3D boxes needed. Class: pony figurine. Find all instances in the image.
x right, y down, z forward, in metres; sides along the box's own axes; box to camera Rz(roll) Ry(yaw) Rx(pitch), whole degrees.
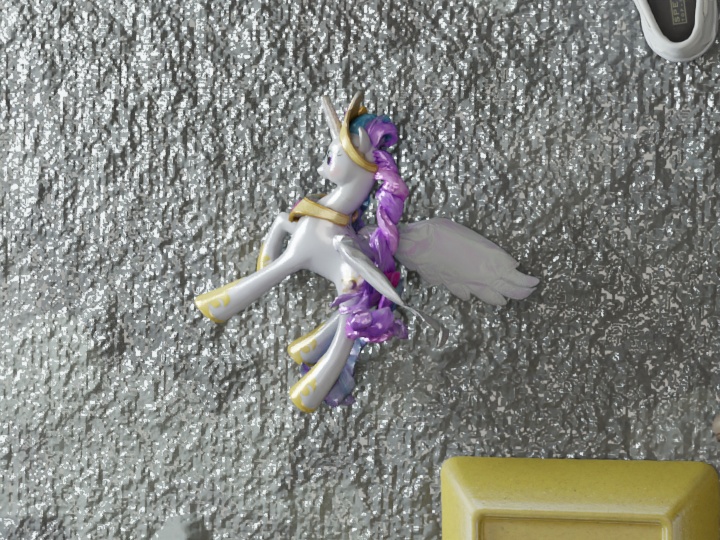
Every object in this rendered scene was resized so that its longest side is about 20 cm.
[{"bbox_3d":[0.000,0.000,1.072,0.193,0.167,0.200,44,116,17],"label":"pony figurine"}]

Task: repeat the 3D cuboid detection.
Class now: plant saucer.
[{"bbox_3d":[0.152,0.235,1.080,0.200,0.048,0.200,-1,91,14],"label":"plant saucer"}]

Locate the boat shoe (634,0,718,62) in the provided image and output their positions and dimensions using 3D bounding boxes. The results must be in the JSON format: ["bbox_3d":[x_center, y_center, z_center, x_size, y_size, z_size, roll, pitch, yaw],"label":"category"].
[{"bbox_3d":[0.206,-0.243,1.042,0.074,0.065,0.200,-16,88,14],"label":"boat shoe"}]

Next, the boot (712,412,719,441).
[{"bbox_3d":[0.313,0.019,1.029,0.200,0.070,0.146,-20,81,13],"label":"boot"}]
